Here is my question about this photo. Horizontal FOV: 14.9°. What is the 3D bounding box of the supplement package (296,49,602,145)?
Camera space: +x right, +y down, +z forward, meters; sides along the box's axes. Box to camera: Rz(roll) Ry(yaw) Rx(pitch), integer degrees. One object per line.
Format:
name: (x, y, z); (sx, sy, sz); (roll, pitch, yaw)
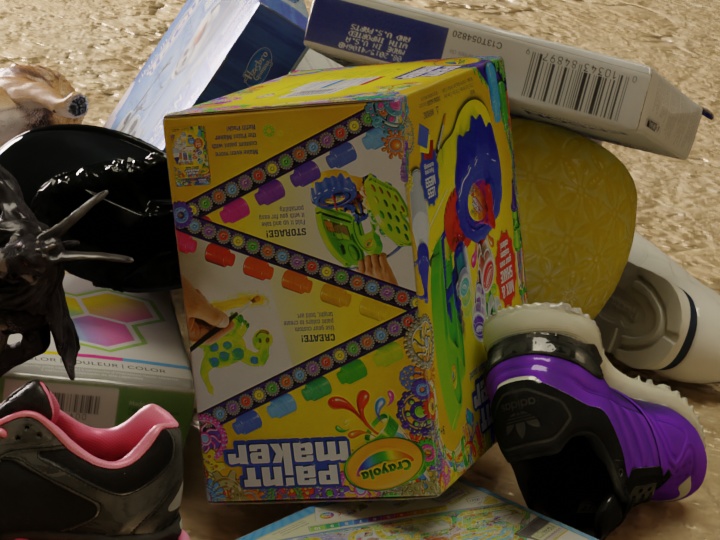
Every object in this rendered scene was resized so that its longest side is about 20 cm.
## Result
supplement package: (0.033, -0.067, 1.685); (0.200, 0.114, 0.110); (4, 21, -14)

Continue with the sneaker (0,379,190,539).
sneaker: (-0.171, 0.090, 1.255); (0.200, 0.095, 0.079); (4, 22, -15)

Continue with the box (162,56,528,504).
box: (0.000, 0.000, 1.388); (0.122, 0.193, 0.200); (-3, 10, 18)

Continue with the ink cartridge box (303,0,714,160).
ink cartridge box: (0.088, -0.107, 1.560); (0.199, 0.041, 0.200); (16, 2, 18)

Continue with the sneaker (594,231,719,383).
sneaker: (0.172, 0.017, 1.702); (0.080, 0.076, 0.200); (15, 20, -29)

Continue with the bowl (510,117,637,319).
bowl: (0.060, 0.008, 1.551); (0.200, 0.200, 0.108); (6, 61, -14)

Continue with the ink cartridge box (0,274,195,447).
ink cartridge box: (-0.150, 0.044, 1.443); (0.104, 0.059, 0.200); (7, 20, -12)

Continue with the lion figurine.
lion figurine: (-0.250, -0.087, 1.741); (0.200, 0.073, 0.122); (-10, 21, -37)

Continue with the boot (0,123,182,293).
boot: (-0.139, -0.036, 1.473); (0.200, 0.077, 0.168); (16, 3, 18)

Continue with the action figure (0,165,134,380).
action figure: (-0.210, 0.020, 1.297); (0.200, 0.119, 0.102); (-24, -1, 19)

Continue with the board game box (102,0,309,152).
board game box: (-0.105, -0.097, 1.654); (0.043, 0.200, 0.199); (31, 14, -15)

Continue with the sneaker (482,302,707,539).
sneaker: (0.118, 0.099, 1.401); (0.070, 0.100, 0.200); (-16, -32, 26)

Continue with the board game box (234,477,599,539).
board game box: (0.024, 0.150, 1.284); (0.134, 0.034, 0.200); (22, 22, 29)
